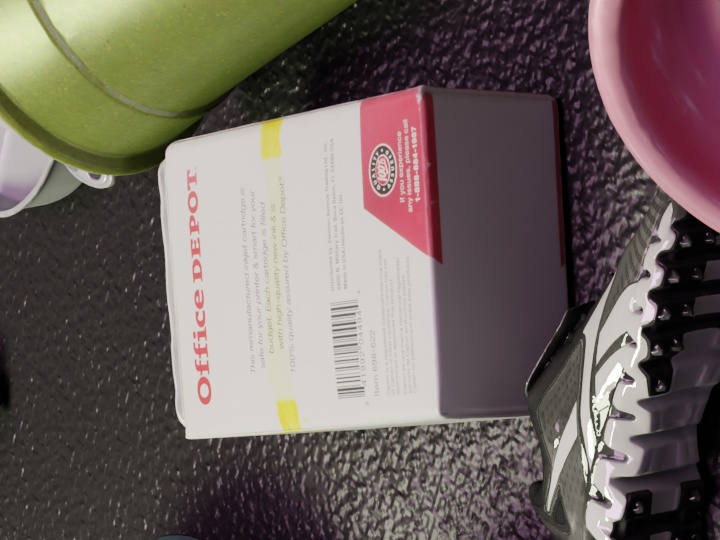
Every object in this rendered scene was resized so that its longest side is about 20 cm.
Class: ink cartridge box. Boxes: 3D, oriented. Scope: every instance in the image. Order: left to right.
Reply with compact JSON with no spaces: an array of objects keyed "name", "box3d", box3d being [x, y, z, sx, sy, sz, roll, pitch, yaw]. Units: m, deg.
[{"name":"ink cartridge box","box3d":[0.000,0.000,1.360,0.200,0.083,0.146,-7,85,52]}]

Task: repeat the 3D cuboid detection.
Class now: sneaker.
[{"name":"sneaker","box3d":[0.110,0.035,1.237,0.090,0.066,0.201,29,116,45]}]

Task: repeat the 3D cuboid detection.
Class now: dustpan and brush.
[{"name":"dustpan and brush","box3d":[-0.167,-0.080,1.587,0.200,0.057,0.140,29,113,47]}]

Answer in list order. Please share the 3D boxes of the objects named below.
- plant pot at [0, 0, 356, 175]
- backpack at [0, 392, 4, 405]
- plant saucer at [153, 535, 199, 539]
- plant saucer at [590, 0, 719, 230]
[{"name":"plant pot","box3d":[-0.071,-0.166,1.386,0.190,0.200,0.201,-19,76,37]},{"name":"backpack","box3d":[-0.334,0.068,1.723,0.191,0.199,0.154,62,148,34]},{"name":"plant saucer","box3d":[-0.103,0.239,1.541,0.200,0.036,0.201,2,93,52]},{"name":"plant saucer","box3d":[0.185,-0.088,1.064,0.201,0.200,0.051,-48,13,41]}]
